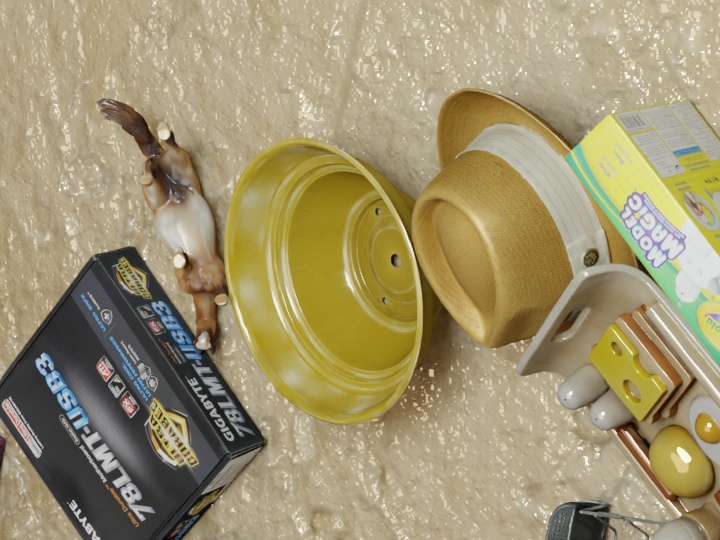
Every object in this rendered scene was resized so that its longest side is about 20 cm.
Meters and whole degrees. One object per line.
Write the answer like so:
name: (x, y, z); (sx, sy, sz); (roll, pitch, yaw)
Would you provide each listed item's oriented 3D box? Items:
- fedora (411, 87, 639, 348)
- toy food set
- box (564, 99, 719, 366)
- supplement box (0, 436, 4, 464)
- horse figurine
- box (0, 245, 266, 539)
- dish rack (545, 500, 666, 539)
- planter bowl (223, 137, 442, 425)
fedora: (0.091, -0.016, 1.371); (0.201, 0.082, 0.201); (43, 154, 27)
toy food set: (0.177, 0.105, 1.299); (0.200, 0.060, 0.144); (52, 153, 16)
box: (0.220, -0.009, 1.290); (0.048, 0.117, 0.200); (-46, 72, 30)
supplement box: (-0.388, 0.220, 1.869); (0.110, 0.086, 0.201); (27, 117, 31)
horse figurine: (-0.135, -0.037, 1.594); (0.050, 0.133, 0.201); (-21, 87, -3)
box: (-0.190, 0.118, 1.707); (0.200, 0.050, 0.199); (54, 127, 16)
dish rack: (0.199, 0.232, 1.384); (0.199, 0.055, 0.154); (6, 80, 32)
planter bowl: (0.000, 0.000, 1.488); (0.200, 0.083, 0.201); (18, 115, 44)
